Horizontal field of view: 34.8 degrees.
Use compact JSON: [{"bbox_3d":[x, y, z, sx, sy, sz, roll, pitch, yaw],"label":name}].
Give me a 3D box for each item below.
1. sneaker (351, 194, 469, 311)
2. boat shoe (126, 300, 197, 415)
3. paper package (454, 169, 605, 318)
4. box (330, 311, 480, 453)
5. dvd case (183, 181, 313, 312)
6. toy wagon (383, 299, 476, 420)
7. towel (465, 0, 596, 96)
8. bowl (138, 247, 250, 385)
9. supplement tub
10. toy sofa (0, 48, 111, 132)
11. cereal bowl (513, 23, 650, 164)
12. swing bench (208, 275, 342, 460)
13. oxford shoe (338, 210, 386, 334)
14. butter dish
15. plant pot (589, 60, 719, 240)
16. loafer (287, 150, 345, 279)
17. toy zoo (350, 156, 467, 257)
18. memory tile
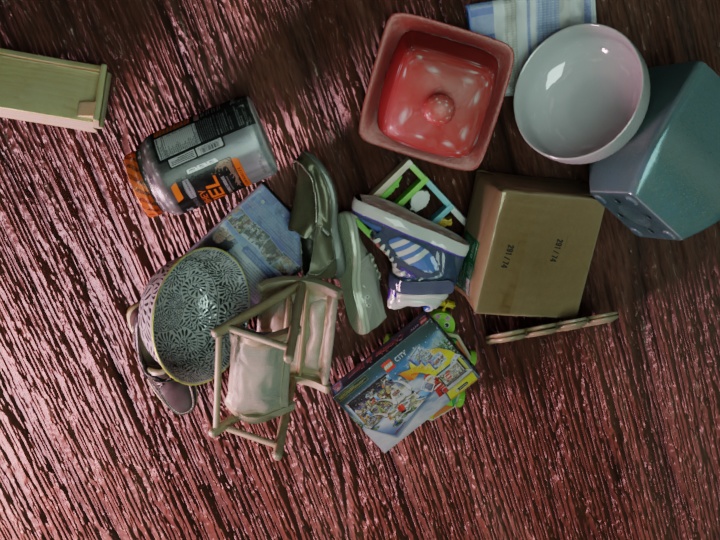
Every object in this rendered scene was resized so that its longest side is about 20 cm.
[{"bbox_3d":[0.053,-0.013,1.723,0.198,0.081,0.148,23,107,-14],"label":"sneaker"},{"bbox_3d":[-0.309,0.145,1.773,0.073,0.065,0.202,-23,112,2],"label":"boat shoe"},{"bbox_3d":[0.255,-0.040,1.755,0.188,0.104,0.202,4,111,-18],"label":"paper package"},{"bbox_3d":[0.071,0.177,1.814,0.199,0.038,0.137,-39,111,7],"label":"box"},{"bbox_3d":[-0.173,-0.019,1.756,0.200,0.018,0.143,-41,112,7],"label":"dvd case"},{"bbox_3d":[0.109,0.142,1.848,0.153,0.040,0.202,11,109,-13],"label":"toy wagon"},{"bbox_3d":[0.256,-0.334,1.696,0.197,0.024,0.149,-9,111,-5],"label":"towel"},{"bbox_3d":[-0.263,0.060,1.694,0.200,0.093,0.203,-18,112,-50],"label":"bowl"},{"bbox_3d":[-0.227,-0.158,1.638,0.198,0.123,0.124,-23,113,2],"label":"supplement tub"},{"bbox_3d":[-0.452,-0.254,1.599,0.197,0.098,0.084,8,85,-11],"label":"toy sofa"},{"bbox_3d":[0.324,-0.246,1.645,0.201,0.200,0.083,-54,148,13],"label":"cereal bowl"},{"bbox_3d":[-0.127,0.135,1.723,0.128,0.200,0.201,17,124,15],"label":"swing bench"},{"bbox_3d":[0.000,0.000,1.765,0.057,0.075,0.202,-20,113,-21],"label":"oxford shoe"},{"bbox_3d":[0.109,-0.241,1.632,0.197,0.148,0.202,15,109,-5],"label":"butter dish"},{"bbox_3d":[0.447,-0.158,1.667,0.195,0.196,0.201,38,81,-19],"label":"plant pot"},{"bbox_3d":[-0.072,-0.076,1.706,0.069,0.075,0.202,-17,106,-20],"label":"loafer"},{"bbox_3d":[0.093,-0.061,1.777,0.131,0.020,0.200,-42,111,8],"label":"toy zoo"},{"bbox_3d":[0.298,0.091,1.802,0.197,0.153,0.017,-11,86,-3],"label":"memory tile"}]
